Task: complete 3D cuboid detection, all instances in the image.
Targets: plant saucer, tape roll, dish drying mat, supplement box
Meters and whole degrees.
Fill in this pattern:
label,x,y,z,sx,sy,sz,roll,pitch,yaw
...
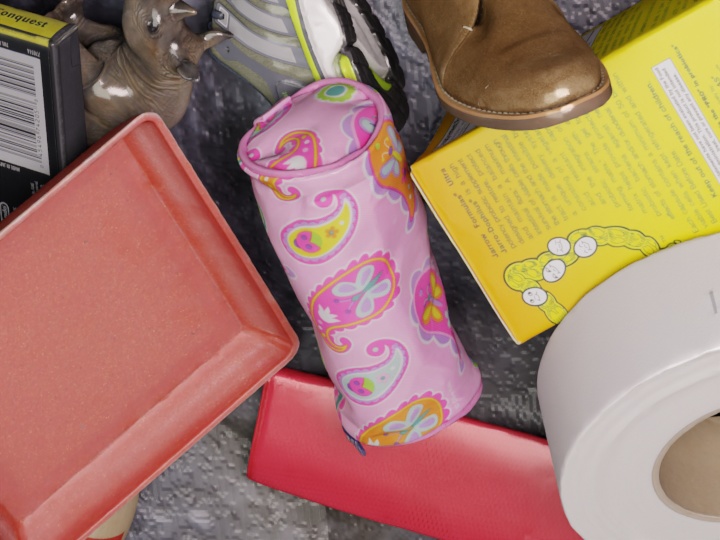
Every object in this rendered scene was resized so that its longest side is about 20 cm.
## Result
label,x,y,z,sx,sy,sz,roll,pitch,yaw
plant saucer,-0.150,0.037,1.417,0.200,0.037,0.200,-41,134,-11
tape roll,0.192,0.068,1.361,0.201,0.071,0.203,-5,140,-5
dish drying mat,0.038,0.110,1.497,0.199,0.018,0.077,15,111,7
supplement box,0.142,-0.067,1.359,0.200,0.109,0.110,-29,100,21

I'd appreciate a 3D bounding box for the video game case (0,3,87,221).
label,x,y,z,sx,sy,sz,roll,pitch,yaw
video game case,-0.224,-0.063,1.443,0.180,0.026,0.201,17,129,23

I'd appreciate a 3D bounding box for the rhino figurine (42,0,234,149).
label,x,y,z,sx,sy,sz,roll,pitch,yaw
rhino figurine,-0.133,-0.103,1.413,0.088,0.060,0.200,49,134,-8

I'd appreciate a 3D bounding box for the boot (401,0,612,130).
label,x,y,z,sx,sy,sz,roll,pitch,yaw
boot,0.060,-0.128,1.308,0.073,0.200,0.076,-19,121,-11

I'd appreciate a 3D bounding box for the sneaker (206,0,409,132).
label,x,y,z,sx,sy,sz,roll,pitch,yaw
sneaker,-0.052,-0.148,1.399,0.081,0.074,0.201,-20,102,22

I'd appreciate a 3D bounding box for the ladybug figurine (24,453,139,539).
label,x,y,z,sx,sy,sz,roll,pitch,yaw
ladybug figurine,-0.210,0.149,1.530,0.136,0.072,0.200,38,117,-15

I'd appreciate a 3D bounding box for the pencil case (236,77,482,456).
label,x,y,z,sx,sy,sz,roll,pitch,yaw
pencil case,0.000,0.000,1.401,0.087,0.088,0.200,-7,130,16
